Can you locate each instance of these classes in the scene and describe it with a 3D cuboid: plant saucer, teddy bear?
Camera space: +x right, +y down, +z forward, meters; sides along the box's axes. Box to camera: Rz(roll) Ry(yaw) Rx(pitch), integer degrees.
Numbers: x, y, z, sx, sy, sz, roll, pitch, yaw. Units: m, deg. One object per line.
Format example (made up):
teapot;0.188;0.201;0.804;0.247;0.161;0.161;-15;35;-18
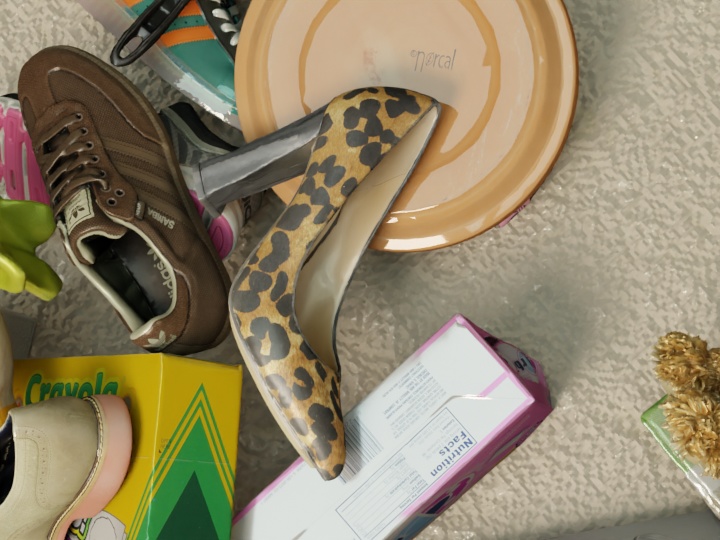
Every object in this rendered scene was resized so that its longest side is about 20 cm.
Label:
plant saucer;0.024;-0.111;1.028;0.199;0.032;0.201;0;92;11
teddy bear;0.248;0.073;0.949;0.199;0.145;0.067;17;118;9

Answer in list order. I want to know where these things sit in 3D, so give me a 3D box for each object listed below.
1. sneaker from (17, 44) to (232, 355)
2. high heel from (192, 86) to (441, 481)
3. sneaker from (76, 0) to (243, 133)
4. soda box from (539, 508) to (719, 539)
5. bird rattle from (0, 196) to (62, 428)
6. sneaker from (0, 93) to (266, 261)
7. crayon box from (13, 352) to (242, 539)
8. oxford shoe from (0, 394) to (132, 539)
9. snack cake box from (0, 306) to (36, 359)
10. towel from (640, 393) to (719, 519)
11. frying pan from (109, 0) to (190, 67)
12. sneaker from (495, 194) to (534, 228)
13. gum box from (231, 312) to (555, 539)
sneaker;-0.138;-0.043;0.999;0.070;0.075;0.200;-39;78;21
high heel;0.000;0.000;0.967;0.142;0.071;0.201;-22;70;8
sneaker;-0.104;-0.157;1.106;0.200;0.071;0.080;42;95;14
soda box;0.110;0.188;1.003;0.199;0.068;0.064;-11;100;7
bird rattle;-0.262;0.030;0.984;0.199;0.113;0.164;-12;96;12
sneaker;-0.140;-0.066;1.097;0.199;0.087;0.074;19;127;24
crayon box;-0.146;0.137;1.020;0.200;0.058;0.174;-6;79;54
oxford shoe;-0.197;0.130;0.979;0.200;0.074;0.071;-54;43;34
snack cake box;-0.267;0.111;1.079;0.067;0.115;0.201;13;84;13
towel;0.268;0.118;1.000;0.149;0.031;0.200;-34;74;-19
frying pan;-0.095;-0.202;1.083;0.190;0.031;0.115;-27;73;-31
sneaker;0.020;-0.093;1.072;0.199;0.070;0.082;23;83;14
gum box;0.019;0.112;1.021;0.200;0.113;0.066;-42;77;3
